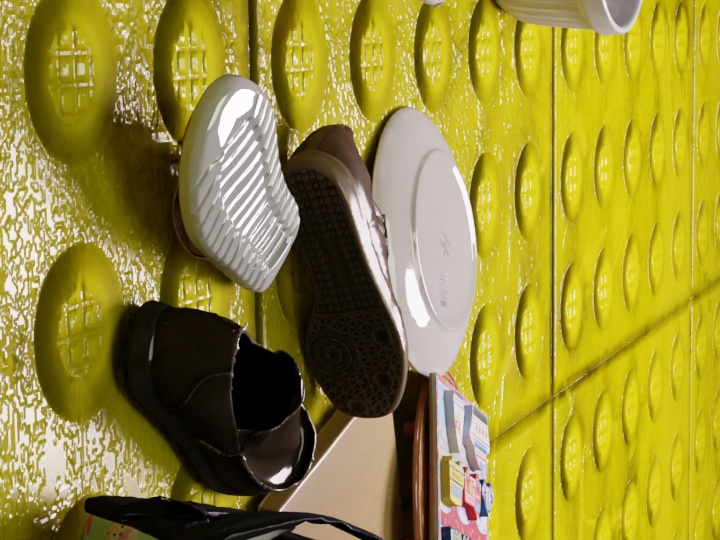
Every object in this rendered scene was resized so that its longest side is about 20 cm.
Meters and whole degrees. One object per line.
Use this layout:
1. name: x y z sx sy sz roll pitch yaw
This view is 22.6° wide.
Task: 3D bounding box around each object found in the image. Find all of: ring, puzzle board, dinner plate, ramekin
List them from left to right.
1. dinner plate: 0.054 -0.022 1.329 0.200 0.024 0.202 -5 90 -67
2. ring: 0.059 0.173 1.364 0.200 0.019 0.202 -3 90 -76
3. puzzle board: 0.080 0.169 1.375 0.200 0.017 0.152 45 44 -71
4. ramekin: 0.172 -0.299 1.521 0.200 0.104 0.202 2 90 -69

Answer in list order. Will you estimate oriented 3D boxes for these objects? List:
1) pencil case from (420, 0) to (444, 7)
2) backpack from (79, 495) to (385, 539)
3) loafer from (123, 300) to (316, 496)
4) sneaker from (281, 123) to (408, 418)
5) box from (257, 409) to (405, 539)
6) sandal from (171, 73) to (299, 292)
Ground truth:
1. pencil case: 0.093 -0.268 1.223 0.089 0.200 0.078 37 27 -24
2. backpack: -0.061 0.182 0.910 0.200 0.166 0.127 25 73 -50
3. loafer: -0.063 0.080 1.009 0.200 0.071 0.073 48 48 -60
4. sneaker: 0.000 0.000 1.163 0.076 0.070 0.201 -60 146 -51
5. box: -0.015 0.183 1.206 0.200 0.021 0.165 -46 134 -59
6. sandal: -0.079 -0.042 0.996 0.083 0.050 0.203 -62 163 -20
